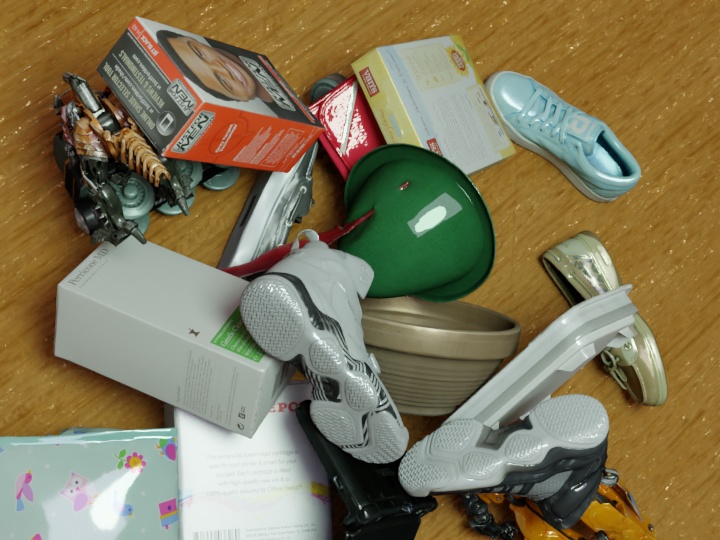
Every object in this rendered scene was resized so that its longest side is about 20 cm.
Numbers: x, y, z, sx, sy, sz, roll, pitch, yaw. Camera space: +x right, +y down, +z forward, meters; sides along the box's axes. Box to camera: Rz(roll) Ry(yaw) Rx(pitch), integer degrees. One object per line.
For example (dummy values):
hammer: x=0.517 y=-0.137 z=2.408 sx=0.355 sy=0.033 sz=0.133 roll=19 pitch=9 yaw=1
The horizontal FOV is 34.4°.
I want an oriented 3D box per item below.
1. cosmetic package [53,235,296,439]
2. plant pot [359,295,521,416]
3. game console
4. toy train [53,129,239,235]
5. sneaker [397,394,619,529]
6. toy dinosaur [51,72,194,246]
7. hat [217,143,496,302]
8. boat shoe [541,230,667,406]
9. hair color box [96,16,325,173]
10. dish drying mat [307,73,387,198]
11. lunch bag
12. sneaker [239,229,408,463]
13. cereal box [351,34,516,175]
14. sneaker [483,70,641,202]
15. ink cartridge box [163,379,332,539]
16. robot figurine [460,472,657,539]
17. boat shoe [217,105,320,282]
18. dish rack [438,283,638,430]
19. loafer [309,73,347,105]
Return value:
cosmetic package: x=-0.158 y=0.054 z=1.026 sx=0.197 sy=0.086 sz=0.108 roll=21 pitch=37 yaw=9
plant pot: x=0.049 y=0.080 z=1.104 sx=0.198 sy=0.201 sz=0.094 roll=6 pitch=97 yaw=-19
game console: x=-0.015 y=0.224 z=1.069 sx=0.116 sy=0.200 sz=0.177 roll=-36 pitch=72 yaw=12
toy train: x=-0.194 y=-0.112 z=1.103 sx=0.199 sy=0.085 sz=0.115 roll=-31 pitch=82 yaw=-22
sneaker: x=0.140 y=0.191 z=1.063 sx=0.197 sy=0.076 sz=0.115 roll=-18 pitch=124 yaw=11
toy dinosaur: x=-0.209 y=-0.097 z=0.974 sx=0.101 sy=0.201 sz=0.137 roll=-22 pitch=120 yaw=0
hat: x=0.000 y=0.000 z=1.054 sx=0.176 sy=0.199 sz=0.167 roll=-40 pitch=101 yaw=-41
boat shoe: x=0.261 y=0.059 z=1.245 sx=0.062 sy=0.073 sz=0.202 roll=-23 pitch=78 yaw=-15
hair color box: x=-0.122 y=-0.145 z=0.996 sx=0.061 sy=0.199 sz=0.102 roll=-46 pitch=72 yaw=20
dish drying mat: x=0.027 y=-0.093 z=1.145 sx=0.076 sy=0.018 sz=0.201 roll=-35 pitch=103 yaw=-9
lunch bag: x=-0.259 y=0.223 z=0.999 sx=0.197 sy=0.122 sz=0.173 roll=-1 pitch=82 yaw=-22
sneaker: x=-0.012 y=0.060 z=0.983 sx=0.201 sy=0.075 sz=0.115 roll=53 pitch=38 yaw=-18
cereal box: x=0.078 y=-0.160 z=1.171 sx=0.199 sy=0.039 sz=0.146 roll=-25 pitch=90 yaw=-57
sneaker: x=0.225 y=-0.155 z=1.257 sx=0.199 sy=0.082 sz=0.075 roll=34 pitch=71 yaw=-11
ink cartridge box: x=-0.105 y=0.208 z=1.076 sx=0.145 sy=0.086 sz=0.204 roll=1 pitch=79 yaw=-19
robot figurine: x=0.194 y=0.233 z=1.163 sx=0.199 sy=0.058 sz=0.145 roll=41 pitch=111 yaw=-17
boat shoe: x=-0.078 y=-0.064 z=1.146 sx=0.056 sy=0.068 sz=0.202 roll=29 pitch=79 yaw=-18
dish rack: x=0.179 y=0.098 z=1.116 sx=0.044 sy=0.200 sz=0.171 roll=53 pitch=32 yaw=15
loafer: x=0.024 y=-0.120 z=1.196 sx=0.201 sy=0.071 sz=0.063 roll=54 pitch=50 yaw=-12
